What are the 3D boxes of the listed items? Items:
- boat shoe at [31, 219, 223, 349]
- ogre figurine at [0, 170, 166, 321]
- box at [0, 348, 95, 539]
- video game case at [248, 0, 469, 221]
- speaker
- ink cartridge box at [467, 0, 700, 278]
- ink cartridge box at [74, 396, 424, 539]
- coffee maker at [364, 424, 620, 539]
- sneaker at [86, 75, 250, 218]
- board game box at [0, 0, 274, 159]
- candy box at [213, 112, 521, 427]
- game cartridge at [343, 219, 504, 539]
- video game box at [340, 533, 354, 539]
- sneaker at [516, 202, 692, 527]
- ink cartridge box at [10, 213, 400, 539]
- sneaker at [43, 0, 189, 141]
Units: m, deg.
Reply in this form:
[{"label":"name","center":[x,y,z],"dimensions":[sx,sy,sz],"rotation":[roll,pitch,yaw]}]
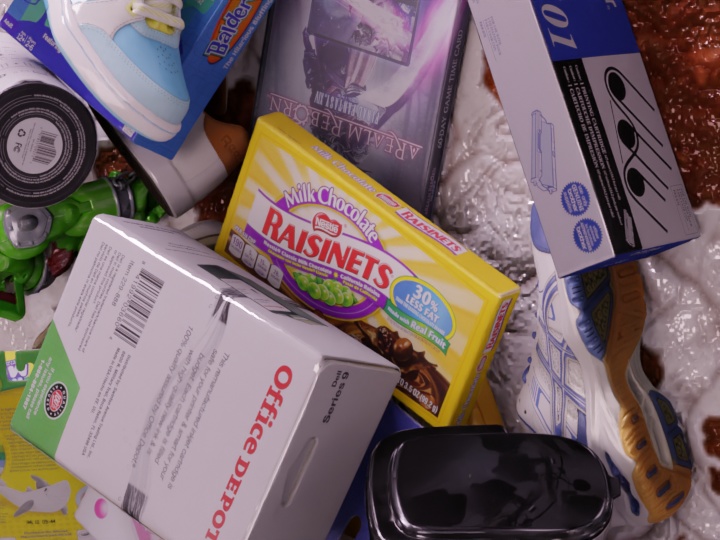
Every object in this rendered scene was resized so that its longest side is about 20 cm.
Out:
[{"label":"boat shoe","center":[-0.155,0.024,1.594],"dimensions":[0.200,0.075,0.069],"rotation":[-38,40,22]},{"label":"ogre figurine","center":[-0.225,-0.018,1.618],"dimensions":[0.199,0.120,0.099],"rotation":[2,98,37]},{"label":"box","center":[-0.211,0.120,1.588],"dimensions":[0.049,0.116,0.201],"rotation":[-94,2,-48]},{"label":"video game case","center":[-0.001,-0.128,1.490],"dimensions":[0.142,0.019,0.202],"rotation":[22,109,34]},{"label":"speaker","center":[-0.226,-0.101,1.570],"dimensions":[0.200,0.081,0.082],"rotation":[-140,53,-67]},{"label":"ink cartridge box","center":[0.119,-0.102,1.350],"dimensions":[0.044,0.094,0.201],"rotation":[-22,83,38]},{"label":"ink cartridge box","center":[-0.069,0.128,1.488],"dimensions":[0.200,0.043,0.197],"rotation":[39,109,35]},{"label":"coffee maker","center":[0.048,0.201,1.359],"dimensions":[0.135,0.191,0.201],"rotation":[-132,32,-52]},{"label":"sneaker","center":[-0.134,-0.119,1.579],"dimensions":[0.084,0.073,0.200],"rotation":[-34,56,-7]},{"label":"board game box","center":[-0.118,-0.193,1.505],"dimensions":[0.152,0.045,0.201],"rotation":[39,99,35]},{"label":"candy box","center":[0.000,0.000,1.445],"dimensions":[0.200,0.026,0.103],"rotation":[37,121,27]},{"label":"game cartridge","center":[0.007,0.089,1.498],"dimensions":[0.176,0.032,0.201],"rotation":[-23,85,42]},{"label":"video game box","center":[-0.075,0.232,1.567],"dimensions":[0.199,0.047,0.184],"rotation":[23,120,38]},{"label":"sneaker","center":[0.118,0.051,1.387],"dimensions":[0.088,0.075,0.202],"rotation":[-16,87,39]},{"label":"ink cartridge box","center":[-0.094,0.076,1.433],"dimensions":[0.199,0.084,0.147],"rotation":[31,102,35]},{"label":"sneaker","center":[-0.122,-0.184,1.429],"dimensions":[0.130,0.079,0.201],"rotation":[-38,61,21]}]
